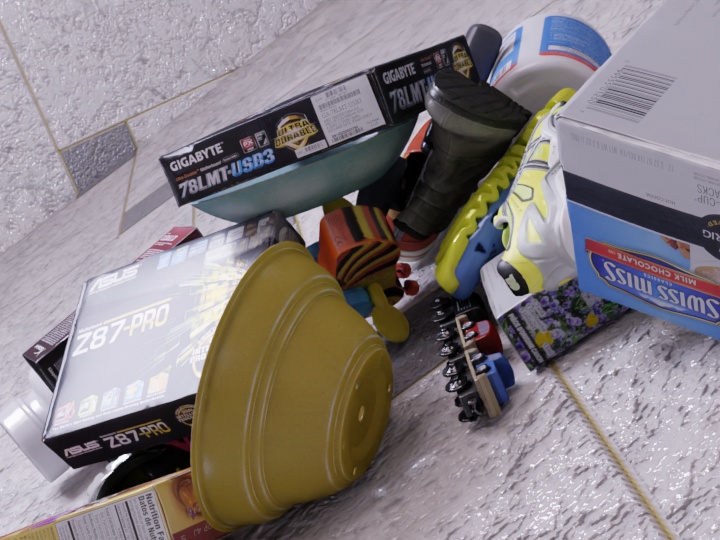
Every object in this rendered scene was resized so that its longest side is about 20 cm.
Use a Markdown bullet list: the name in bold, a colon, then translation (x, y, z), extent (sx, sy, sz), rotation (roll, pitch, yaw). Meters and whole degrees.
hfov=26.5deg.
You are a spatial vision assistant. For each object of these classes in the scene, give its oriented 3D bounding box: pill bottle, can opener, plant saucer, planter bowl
- **pill bottle**: translation (-0.244, 0.106, 1.457), extent (0.200, 0.112, 0.112), rotation (-42, 17, -16)
- **can opener**: translation (0.056, -0.121, 1.300), extent (0.053, 0.066, 0.202), rotation (113, 179, -79)
- **pill bottle**: translation (0.168, -0.159, 1.331), extent (0.112, 0.113, 0.200), rotation (-30, 17, 21)
- **plant saucer**: translation (-0.040, -0.074, 1.232), extent (0.199, 0.039, 0.201), rotation (-21, 7, 3)
- **planter bowl**: translation (-0.031, 0.088, 1.029), extent (0.083, 0.202, 0.201), rotation (13, 39, 21)

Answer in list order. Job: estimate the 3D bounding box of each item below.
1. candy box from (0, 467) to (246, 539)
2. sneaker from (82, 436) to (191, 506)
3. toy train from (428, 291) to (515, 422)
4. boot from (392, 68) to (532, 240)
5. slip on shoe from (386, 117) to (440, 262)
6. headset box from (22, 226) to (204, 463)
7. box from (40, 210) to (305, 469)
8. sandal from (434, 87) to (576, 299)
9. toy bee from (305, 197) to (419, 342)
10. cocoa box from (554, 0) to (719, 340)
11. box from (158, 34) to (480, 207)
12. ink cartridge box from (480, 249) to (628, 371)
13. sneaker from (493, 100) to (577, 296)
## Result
- **candy box**: translation (-0.183, 0.191, 1.086), extent (0.198, 0.057, 0.116), rotation (-20, -4, 26)
- **sneaker**: translation (-0.136, 0.146, 1.190), extent (0.200, 0.074, 0.087), rotation (-42, 15, 1)
- **toy train**: translation (0.078, 0.056, 1.066), extent (0.045, 0.034, 0.200), rotation (-22, 17, 5)
- **boot**: translation (0.068, -0.077, 1.158), extent (0.131, 0.067, 0.200), rotation (-58, -12, 11)
- **slip on shoe**: translation (0.065, -0.089, 1.398), extent (0.201, 0.073, 0.062), rotation (-62, -14, -48)
- **headset box**: translation (-0.168, 0.068, 1.334), extent (0.200, 0.149, 0.077), rotation (-42, 17, -16)
- **box**: translation (-0.141, 0.054, 1.170), extent (0.198, 0.049, 0.162), rotation (-18, 43, 27)
- **sandal**: translation (0.131, -0.049, 1.149), extent (0.200, 0.087, 0.080), rotation (-49, -1, -25)
- **toy bee**: translation (0.000, 0.000, 1.252), extent (0.108, 0.132, 0.200), rotation (-16, -3, -22)
- **cocoa box**: translation (0.221, -0.076, 0.872), extent (0.132, 0.132, 0.200), rotation (21, 53, 33)
- **box**: translation (-0.028, -0.121, 1.202), extent (0.197, 0.050, 0.200), rotation (-16, 8, 28)
- **ink cartridge box**: translation (0.179, -0.021, 1.033), extent (0.199, 0.051, 0.109), rotation (-33, 16, 9)
- **sneaker**: translation (0.122, -0.051, 1.009), extent (0.076, 0.076, 0.200), rotation (-30, 16, 19)
